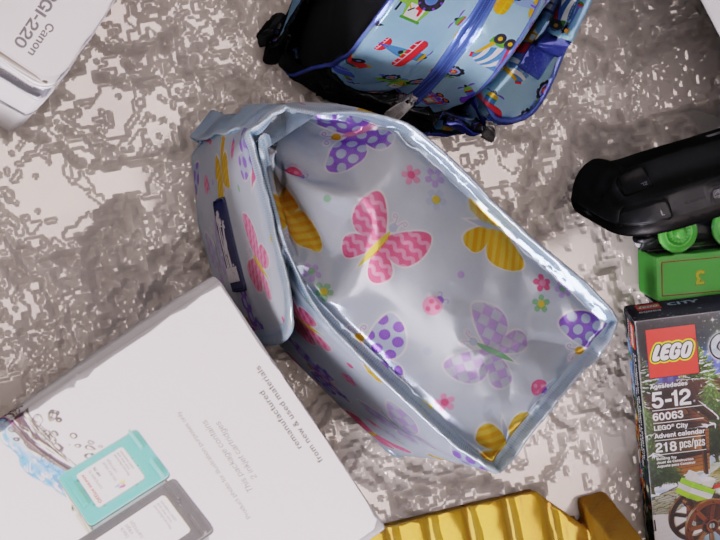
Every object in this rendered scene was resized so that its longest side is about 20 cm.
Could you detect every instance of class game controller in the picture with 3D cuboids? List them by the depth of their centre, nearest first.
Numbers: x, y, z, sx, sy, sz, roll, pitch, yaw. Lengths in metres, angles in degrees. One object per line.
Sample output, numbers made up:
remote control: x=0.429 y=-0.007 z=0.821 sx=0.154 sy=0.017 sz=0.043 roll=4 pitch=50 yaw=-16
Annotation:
game controller: x=0.210 y=-0.059 z=1.431 sx=0.200 sy=0.104 sz=0.042 roll=-16 pitch=98 yaw=-12

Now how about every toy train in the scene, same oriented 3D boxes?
toy train: x=0.240 y=-0.013 z=1.472 sx=0.200 sy=0.042 sz=0.056 roll=-5 pitch=100 yaw=-12

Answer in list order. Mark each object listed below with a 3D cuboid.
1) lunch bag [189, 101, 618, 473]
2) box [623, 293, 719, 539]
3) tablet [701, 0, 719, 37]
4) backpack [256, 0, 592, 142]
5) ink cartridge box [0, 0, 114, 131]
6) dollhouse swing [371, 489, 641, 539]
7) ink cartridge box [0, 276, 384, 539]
lunch bag: x=0.000 y=0.000 z=1.351 sx=0.200 sy=0.170 sz=0.127 roll=45 pitch=79 yaw=-12
box: x=0.243 y=0.075 z=1.442 sx=0.200 sy=0.038 sz=0.137 roll=-7 pitch=103 yaw=-2
tablet: x=0.229 y=-0.157 z=1.371 sx=0.130 sy=0.014 sz=0.200 roll=-29 pitch=95 yaw=-5
backpack: x=0.053 y=-0.157 z=1.348 sx=0.135 sy=0.200 sz=0.183 roll=27 pitch=83 yaw=-11
ink cartridge box: x=-0.150 y=-0.151 z=1.303 sx=0.085 sy=0.200 sz=0.146 roll=34 pitch=82 yaw=-10
dollhouse swing: x=0.069 y=0.216 z=1.363 sx=0.200 sy=0.176 sz=0.182 roll=-12 pitch=92 yaw=-11
ink cartridge box: x=-0.119 y=0.123 z=1.329 sx=0.200 sy=0.147 sz=0.146 roll=-34 pitch=90 yaw=-10
